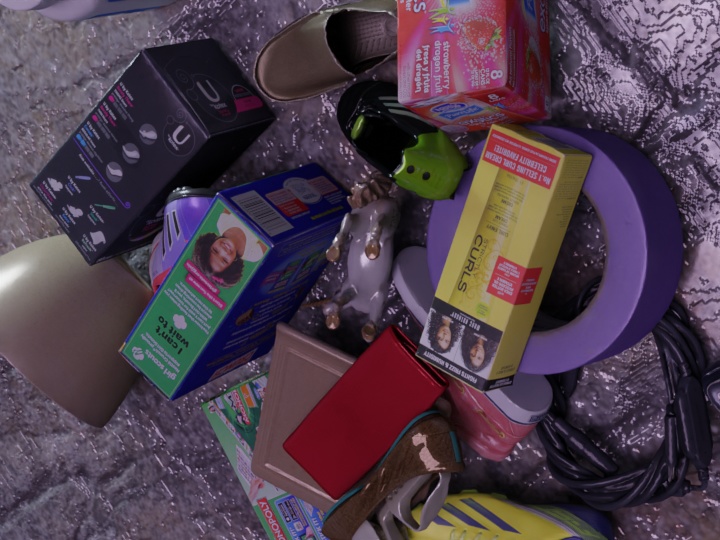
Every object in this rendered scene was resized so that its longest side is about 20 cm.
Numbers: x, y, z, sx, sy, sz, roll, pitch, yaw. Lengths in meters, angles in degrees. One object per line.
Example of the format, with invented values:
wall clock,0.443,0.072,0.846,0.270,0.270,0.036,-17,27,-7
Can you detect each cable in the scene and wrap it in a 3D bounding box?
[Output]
cable,0.222,0.105,1.112,0.162,0.051,0.202,-11,91,38

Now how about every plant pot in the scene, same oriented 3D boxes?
plant pot,-0.286,0.041,1.286,0.200,0.200,0.134,44,87,9

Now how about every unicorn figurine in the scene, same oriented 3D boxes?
unicorn figurine,0.000,0.000,1.137,0.073,0.138,0.201,25,118,-1

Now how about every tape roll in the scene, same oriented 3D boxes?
tape roll,0.160,-0.019,1.059,0.199,0.085,0.202,4,97,34

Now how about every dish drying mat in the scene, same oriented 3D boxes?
dish drying mat,0.002,0.132,1.152,0.077,0.018,0.200,44,130,5

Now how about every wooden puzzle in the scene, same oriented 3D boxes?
wooden puzzle,-0.011,0.158,1.210,0.184,0.037,0.201,24,126,19

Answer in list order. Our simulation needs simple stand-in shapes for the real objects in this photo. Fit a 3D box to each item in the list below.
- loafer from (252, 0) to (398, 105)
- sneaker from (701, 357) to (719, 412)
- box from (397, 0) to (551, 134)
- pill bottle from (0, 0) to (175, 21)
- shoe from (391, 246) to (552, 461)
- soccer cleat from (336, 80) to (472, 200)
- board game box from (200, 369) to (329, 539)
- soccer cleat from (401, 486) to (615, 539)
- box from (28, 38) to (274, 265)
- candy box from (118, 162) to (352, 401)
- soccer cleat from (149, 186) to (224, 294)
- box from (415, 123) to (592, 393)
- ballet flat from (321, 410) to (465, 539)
loafer,-0.022,-0.201,1.131,0.199,0.067,0.077,-20,95,30
sneaker,0.333,0.041,1.016,0.145,0.077,0.204,-15,99,27
box,0.090,-0.220,1.011,0.095,0.099,0.202,-6,78,29
pill bottle,-0.244,-0.284,1.144,0.111,0.200,0.113,7,108,24
shoe,0.085,0.077,1.156,0.200,0.071,0.091,50,139,20
soccer cleat,0.019,-0.121,1.084,0.068,0.081,0.200,-63,35,14
board game box,-0.064,0.198,1.292,0.134,0.029,0.201,-26,92,31
soccer cleat,0.129,0.246,1.148,0.198,0.084,0.065,-1,130,10
box,-0.200,-0.113,1.216,0.200,0.122,0.106,-42,84,30
candy box,-0.108,0.009,1.178,0.077,0.169,0.201,41,118,14
soccer cleat,-0.161,-0.020,1.203,0.200,0.068,0.074,135,140,-64
box,0.112,-0.010,1.011,0.075,0.050,0.202,29,109,31
ballet flat,0.032,0.208,1.139,0.200,0.067,0.073,-51,58,34
